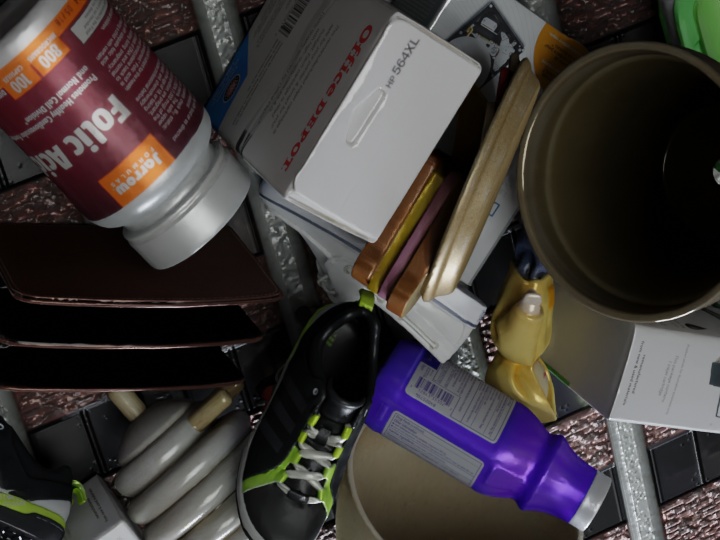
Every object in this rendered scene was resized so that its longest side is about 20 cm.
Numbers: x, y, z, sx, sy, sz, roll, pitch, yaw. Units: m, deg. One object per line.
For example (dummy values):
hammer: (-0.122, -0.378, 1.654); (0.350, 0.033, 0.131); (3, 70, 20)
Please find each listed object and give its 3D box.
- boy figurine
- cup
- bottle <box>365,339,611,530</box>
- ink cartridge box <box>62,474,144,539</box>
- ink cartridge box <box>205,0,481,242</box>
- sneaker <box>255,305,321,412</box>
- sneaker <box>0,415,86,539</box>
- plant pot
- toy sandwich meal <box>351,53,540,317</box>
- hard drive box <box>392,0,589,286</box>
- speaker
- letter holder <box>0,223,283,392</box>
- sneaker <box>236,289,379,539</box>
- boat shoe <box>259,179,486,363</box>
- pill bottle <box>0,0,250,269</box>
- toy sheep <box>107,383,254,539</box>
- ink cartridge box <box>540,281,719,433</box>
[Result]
boy figurine: (0.137, 0.027, 1.659); (0.064, 0.124, 0.202); (8, 98, 6)
cup: (0.060, 0.221, 1.681); (0.198, 0.201, 0.144); (3, 136, -24)
bottle: (0.098, 0.132, 1.633); (0.199, 0.084, 0.066); (30, 122, 3)
ink cartridge box: (-0.235, 0.281, 1.621); (0.199, 0.084, 0.145); (-37, 120, -5)
ink cartridge box: (-0.018, -0.125, 1.483); (0.084, 0.200, 0.147); (28, 99, -29)
sneaker: (-0.047, 0.116, 1.658); (0.081, 0.077, 0.202); (17, 103, -1)
sneaker: (-0.298, 0.140, 1.560); (0.199, 0.072, 0.083); (31, 56, -21)
plant pot: (0.241, -0.071, 1.574); (0.173, 0.199, 0.202); (-10, 120, -57)
toy sandwich meal: (0.062, -0.064, 1.490); (0.070, 0.205, 0.207); (23, 102, 4)
hard drive box: (0.068, -0.116, 1.596); (0.155, 0.077, 0.201); (29, 98, -29)
speaker: (0.290, -0.177, 1.663); (0.088, 0.088, 0.201); (-27, 119, -11)
letter holder: (-0.170, 0.038, 1.517); (0.198, 0.142, 0.102); (0, 111, -24)
sneaker: (-0.035, 0.108, 1.517); (0.071, 0.083, 0.202); (19, 74, -14)
boat shoe: (0.000, 0.000, 1.592); (0.199, 0.074, 0.066); (34, 96, -6)
pill bottle: (-0.175, -0.103, 1.456); (0.114, 0.114, 0.200); (-44, 110, -2)
toy sheep: (-0.117, 0.158, 1.597); (0.138, 0.138, 0.200); (-41, 88, -3)
ink cartridge box: (0.260, 0.069, 1.715); (0.198, 0.146, 0.085); (8, 106, -27)
